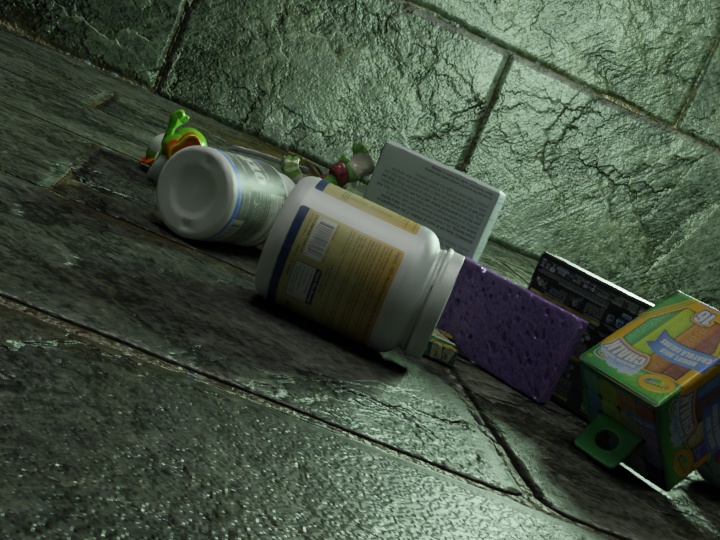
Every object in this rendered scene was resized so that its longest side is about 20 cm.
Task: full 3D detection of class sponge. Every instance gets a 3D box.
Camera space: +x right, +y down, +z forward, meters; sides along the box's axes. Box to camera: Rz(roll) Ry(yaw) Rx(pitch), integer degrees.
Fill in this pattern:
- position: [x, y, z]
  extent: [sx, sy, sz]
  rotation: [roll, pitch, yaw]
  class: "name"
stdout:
- position: [0.176, 0.070, 1.398]
  extent: [0.199, 0.113, 0.030]
  rotation: [30, 9, 36]
  class: "sponge"

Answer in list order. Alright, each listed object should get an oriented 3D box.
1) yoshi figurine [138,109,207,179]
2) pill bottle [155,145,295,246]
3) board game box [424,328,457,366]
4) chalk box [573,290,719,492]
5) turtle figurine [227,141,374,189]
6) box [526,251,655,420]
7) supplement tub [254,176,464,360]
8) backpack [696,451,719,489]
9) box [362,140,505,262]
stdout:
- position: [-0.267, -0.183, 1.730]
  extent: [0.111, 0.114, 0.200]
  rotation: [19, 4, -26]
  class: "yoshi figurine"
- position: [-0.160, -0.090, 1.432]
  extent: [0.113, 0.115, 0.199]
  rotation: [27, 9, 22]
  class: "pill bottle"
- position: [0.021, 0.057, 1.355]
  extent: [0.198, 0.024, 0.105]
  rotation: [24, 10, -4]
  class: "board game box"
- position: [0.318, 0.136, 1.206]
  extent: [0.199, 0.125, 0.124]
  rotation: [-30, 35, -21]
  class: "chalk box"
- position: [-0.092, -0.136, 1.619]
  extent: [0.193, 0.145, 0.200]
  rotation: [-30, 57, -26]
  class: "turtle figurine"
- position: [0.279, 0.090, 1.396]
  extent: [0.199, 0.163, 0.049]
  rotation: [29, 9, 39]
  class: "box"
- position: [0.000, 0.000, 1.218]
  extent: [0.198, 0.146, 0.144]
  rotation: [25, 8, 4]
  class: "supplement tub"
- position: [0.477, 0.178, 1.300]
  extent: [0.167, 0.200, 0.127]
  rotation: [43, 2, -24]
  class: "backpack"
- position: [0.088, -0.058, 1.636]
  extent: [0.182, 0.202, 0.105]
  rotation: [25, 7, 10]
  class: "box"
